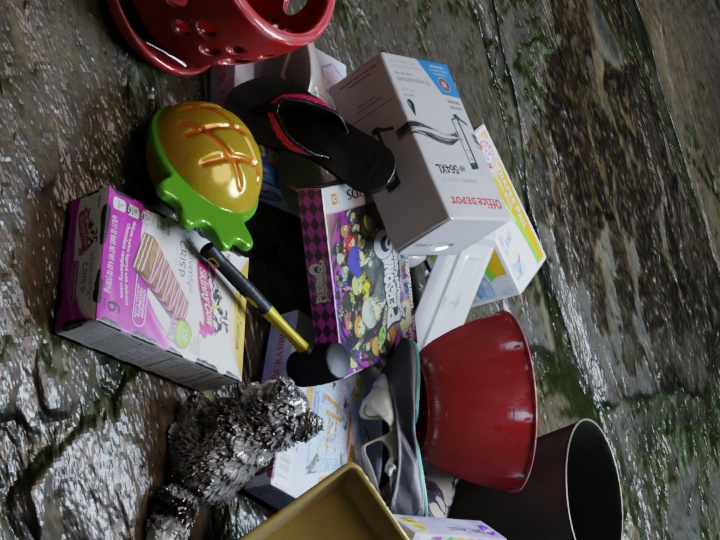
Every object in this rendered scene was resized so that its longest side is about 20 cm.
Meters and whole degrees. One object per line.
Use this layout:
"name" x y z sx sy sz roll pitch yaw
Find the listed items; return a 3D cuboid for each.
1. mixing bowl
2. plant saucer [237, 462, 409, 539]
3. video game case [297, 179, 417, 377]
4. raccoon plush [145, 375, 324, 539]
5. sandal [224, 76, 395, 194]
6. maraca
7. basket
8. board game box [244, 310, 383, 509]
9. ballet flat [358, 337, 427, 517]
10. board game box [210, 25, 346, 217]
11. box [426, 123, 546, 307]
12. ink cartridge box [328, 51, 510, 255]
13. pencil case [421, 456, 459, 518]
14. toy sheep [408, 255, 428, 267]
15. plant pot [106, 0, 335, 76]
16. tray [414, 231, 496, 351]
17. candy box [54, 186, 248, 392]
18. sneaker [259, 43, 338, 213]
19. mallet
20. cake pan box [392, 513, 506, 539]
"mixing bowl" 0.112 0.145 1.632 0.107 0.200 0.203 -1 74 -13
"plant saucer" -0.037 0.313 1.459 0.201 0.199 0.048 56 -2 -14
"video game case" 0.000 0.000 1.604 0.181 0.035 0.203 -18 103 -60
"raccoon plush" -0.112 0.191 1.417 0.097 0.133 0.202 42 46 -39
"sandal" -0.052 -0.148 1.543 0.076 0.198 0.045 -60 167 -8
"maraca" -0.155 -0.094 1.471 0.136 0.107 0.201 30 30 -26
"basket" 0.191 0.279 1.753 0.135 0.198 0.183 26 58 -48
"board game box" -0.034 0.178 1.601 0.199 0.041 0.202 39 48 -40
"ballet flat" 0.033 0.173 1.591 0.073 0.072 0.203 8 76 -53
"board game box" -0.089 -0.172 1.670 0.199 0.041 0.202 22 60 -49
"box" 0.136 -0.066 1.885 0.202 0.112 0.101 62 37 -15
"ink cartridge box" 0.067 -0.125 1.622 0.145 0.084 0.202 -2 66 -57
"pencil case" 0.084 0.238 1.724 0.201 0.077 0.090 -66 160 -44
"toy sheep" 0.045 -0.073 1.751 0.137 0.137 0.203 -6 108 -55
"plant pot" -0.151 -0.300 1.510 0.200 0.181 0.203 26 56 -47
"tray" 0.109 0.035 1.786 0.107 0.022 0.202 7 108 -54
"candy box" -0.196 0.022 1.431 0.199 0.060 0.138 29 55 -47
"sneaker" -0.059 -0.164 1.623 0.080 0.070 0.203 -13 96 -59
"mallet" -0.096 0.047 1.488 0.200 0.066 0.041 43 50 -21
"cake pan box" 0.054 0.360 1.582 0.183 0.052 0.202 19 98 -49
